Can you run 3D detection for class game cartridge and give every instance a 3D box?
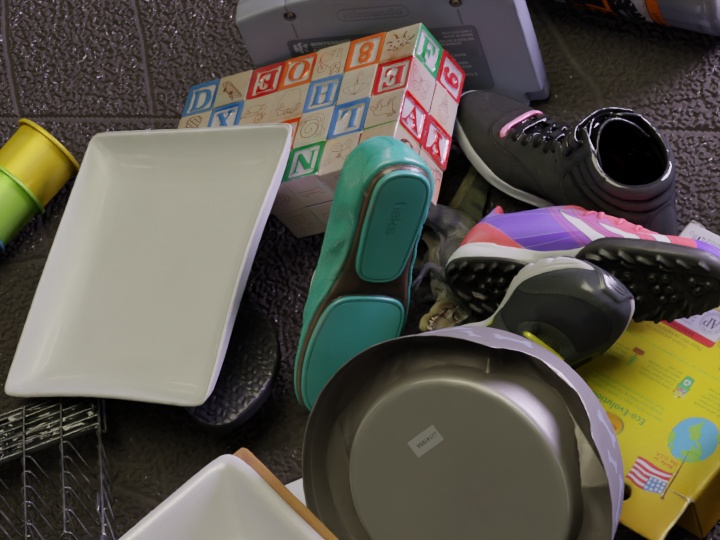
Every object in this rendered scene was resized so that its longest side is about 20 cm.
[{"bbox_3d":[0.022,-0.160,1.694,0.200,0.133,0.040,-3,56,16],"label":"game cartridge"}]

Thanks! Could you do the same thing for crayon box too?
[{"bbox_3d":[0.199,0.077,1.521,0.127,0.051,0.200,31,69,33],"label":"crayon box"}]

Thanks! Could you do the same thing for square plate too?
[{"bbox_3d":[-0.138,-0.002,1.636,0.198,0.028,0.200,0,66,42],"label":"square plate"}]

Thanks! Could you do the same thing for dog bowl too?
[{"bbox_3d":[0.066,0.124,1.458,0.200,0.200,0.059,8,19,23],"label":"dog bowl"}]

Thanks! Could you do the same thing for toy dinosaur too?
[{"bbox_3d":[0.048,-0.025,1.651,0.088,0.047,0.200,2,52,16],"label":"toy dinosaur"}]

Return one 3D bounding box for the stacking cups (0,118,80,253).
[{"bbox_3d":[-0.284,-0.017,1.743,0.060,0.061,0.200,29,70,32],"label":"stacking cups"}]

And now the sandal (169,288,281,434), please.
[{"bbox_3d":[-0.095,0.044,1.654,0.075,0.045,0.200,-18,38,-1],"label":"sandal"}]

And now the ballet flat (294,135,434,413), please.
[{"bbox_3d":[0.000,0.000,1.583,0.067,0.200,0.070,7,31,-19],"label":"ballet flat"}]

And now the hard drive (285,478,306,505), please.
[{"bbox_3d":[-0.086,0.215,1.535,0.200,0.027,0.132,-23,52,2],"label":"hard drive"}]

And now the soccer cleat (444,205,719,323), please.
[{"bbox_3d":[0.148,-0.012,1.538,0.200,0.068,0.073,-1,45,37],"label":"soccer cleat"}]

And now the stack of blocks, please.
[{"bbox_3d":[-0.036,-0.086,1.670,0.200,0.059,0.115,-12,49,34],"label":"stack of blocks"}]

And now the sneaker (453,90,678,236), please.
[{"bbox_3d":[0.138,-0.084,1.610,0.071,0.099,0.200,-33,57,-27],"label":"sneaker"}]

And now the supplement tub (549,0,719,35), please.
[{"bbox_3d":[0.181,-0.239,1.704,0.200,0.123,0.123,16,62,27],"label":"supplement tub"}]

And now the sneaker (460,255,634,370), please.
[{"bbox_3d":[0.093,0.064,1.503,0.200,0.074,0.085,-38,22,46],"label":"sneaker"}]

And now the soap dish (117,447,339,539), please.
[{"bbox_3d":[-0.095,0.221,1.460,0.200,0.081,0.157,-40,50,-12],"label":"soap dish"}]

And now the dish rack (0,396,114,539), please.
[{"bbox_3d":[-0.223,0.161,1.590,0.153,0.055,0.200,-19,33,4],"label":"dish rack"}]
